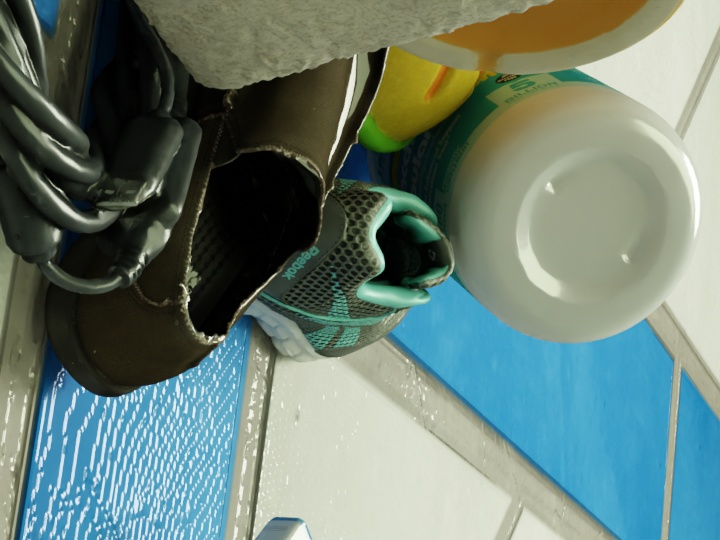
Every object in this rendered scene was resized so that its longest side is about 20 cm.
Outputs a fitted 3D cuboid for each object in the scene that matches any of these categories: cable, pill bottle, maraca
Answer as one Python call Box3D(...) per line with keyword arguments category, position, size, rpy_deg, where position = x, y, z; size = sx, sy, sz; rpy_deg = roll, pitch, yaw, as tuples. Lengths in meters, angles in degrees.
Box3D(category="cable", position=(-0.098, -0.100, 0.729), size=(0.200, 0.051, 0.163), rpy_deg=(-79, 151, -48))
Box3D(category="pill bottle", position=(0.069, -0.046, 1.014), size=(0.200, 0.111, 0.111), rpy_deg=(-136, -141, -67))
Box3D(category="maraca", position=(0.016, -0.137, 0.953), size=(0.200, 0.107, 0.137), rpy_deg=(-68, 151, -47))

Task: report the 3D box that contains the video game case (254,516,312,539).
Box3D(category="video game case", position=(-0.049, 0.206, 0.800), size=(0.200, 0.018, 0.143), rpy_deg=(-51, 130, -47))

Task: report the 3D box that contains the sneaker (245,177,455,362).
Box3D(category="sneaker", position=(0.000, 0.000, 0.939), size=(0.200, 0.091, 0.078), rpy_deg=(16, 77, -70))

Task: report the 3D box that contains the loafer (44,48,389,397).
Box3D(category="loafer", position=(-0.034, -0.034, 0.802), size=(0.073, 0.071, 0.200), rpy_deg=(52, 53, -35))

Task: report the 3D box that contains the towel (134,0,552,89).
Box3D(category="towel", position=(0.014, -0.117, 0.676), size=(0.133, 0.200, 0.035), rpy_deg=(52, 27, -54))

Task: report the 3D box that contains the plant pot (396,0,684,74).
Box3D(category="plant pot", position=(0.055, -0.180, 0.796), size=(0.200, 0.200, 0.184), rpy_deg=(62, 24, -54))
